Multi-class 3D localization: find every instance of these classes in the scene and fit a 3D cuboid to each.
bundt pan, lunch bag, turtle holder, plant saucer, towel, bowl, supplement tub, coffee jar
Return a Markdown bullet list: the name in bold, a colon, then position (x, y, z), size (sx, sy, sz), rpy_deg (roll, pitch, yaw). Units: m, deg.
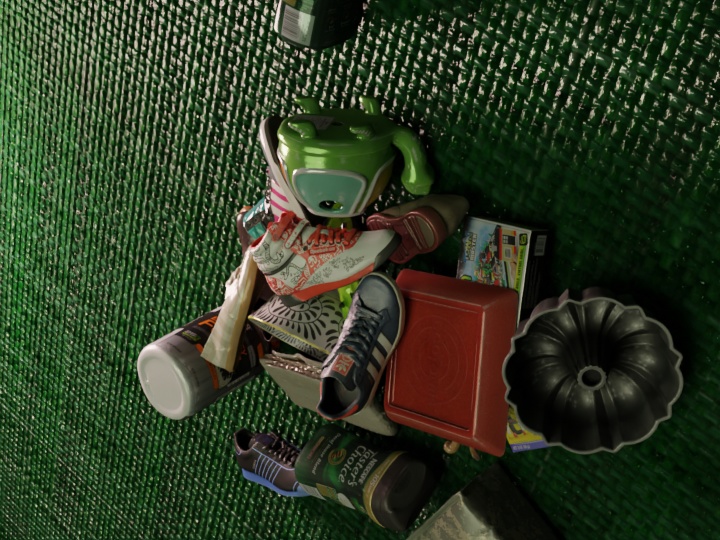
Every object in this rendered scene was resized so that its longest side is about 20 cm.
- **bundt pan**: position (0.261, 0.105, 1.321), size (0.201, 0.076, 0.203), rpy_deg (3, 114, 7)
- **lunch bag**: position (0.158, 0.386, 1.574), size (0.164, 0.117, 0.200), rpy_deg (50, 131, 12)
- **turtle holder**: position (-0.011, -0.142, 1.463), size (0.141, 0.185, 0.132), rpy_deg (-126, 32, -58)
- **plant saucer**: position (0.098, 0.109, 1.418), size (0.200, 0.037, 0.201), rpy_deg (11, 100, 47)
- **towel**: position (-0.045, 0.174, 1.676), size (0.199, 0.035, 0.133), rpy_deg (15, 153, 36)
- **bowl**: position (-0.044, 0.070, 1.592), size (0.200, 0.201, 0.094), rpy_deg (22, 80, 34)
- **supplement tub**: position (-0.222, 0.129, 1.733), size (0.122, 0.200, 0.123), rpy_deg (21, 125, 34)
- **coffee jar**: position (-0.041, -0.371, 1.380), size (0.085, 0.104, 0.201), rpy_deg (31, 129, 24)
- **coffee jar**: position (0.007, 0.293, 1.651), size (0.200, 0.104, 0.085), rpy_deg (13, 145, 42)

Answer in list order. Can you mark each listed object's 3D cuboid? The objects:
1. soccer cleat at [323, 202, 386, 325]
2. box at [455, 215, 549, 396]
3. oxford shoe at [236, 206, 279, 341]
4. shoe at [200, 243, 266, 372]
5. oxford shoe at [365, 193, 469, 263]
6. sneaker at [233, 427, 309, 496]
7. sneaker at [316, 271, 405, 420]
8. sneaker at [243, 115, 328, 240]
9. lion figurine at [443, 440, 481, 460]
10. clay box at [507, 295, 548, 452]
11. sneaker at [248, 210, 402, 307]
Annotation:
- **soccer cleat**: position (0.000, 0.000, 1.544), size (0.067, 0.081, 0.201), rpy_deg (-35, 56, 38)
- **box**: position (0.162, 0.041, 1.398), size (0.110, 0.035, 0.201), rpy_deg (16, 103, 47)
- **oxford shoe**: position (-0.140, 0.006, 1.687), size (0.071, 0.072, 0.201), rpy_deg (-14, 101, 46)
- **shoe**: position (-0.174, 0.047, 1.615), size (0.053, 0.070, 0.201), rpy_deg (21, 110, 6)
- **oxford shoe**: position (0.072, -0.057, 1.467), size (0.071, 0.075, 0.200), rpy_deg (62, 157, -13)
- **sneaker**: position (-0.129, 0.298, 1.828), size (0.200, 0.070, 0.078), rpy_deg (3, 120, 43)
- **sneaker**: position (-0.005, 0.099, 1.432), size (0.075, 0.084, 0.201), rpy_deg (23, 113, 24)
- **sneaker**: position (-0.118, -0.106, 1.607), size (0.120, 0.084, 0.201), rpy_deg (-16, 101, 36)
- **lion figurine**: position (0.117, 0.137, 1.503), size (0.200, 0.072, 0.123), rpy_deg (50, 132, 24)
- **clay box**: position (0.203, 0.121, 1.446), size (0.115, 0.048, 0.201), rpy_deg (-20, 97, 46)
- **sneaker**: position (-0.051, -0.032, 1.454), size (0.201, 0.067, 0.108), rpy_deg (-25, 108, 36)
